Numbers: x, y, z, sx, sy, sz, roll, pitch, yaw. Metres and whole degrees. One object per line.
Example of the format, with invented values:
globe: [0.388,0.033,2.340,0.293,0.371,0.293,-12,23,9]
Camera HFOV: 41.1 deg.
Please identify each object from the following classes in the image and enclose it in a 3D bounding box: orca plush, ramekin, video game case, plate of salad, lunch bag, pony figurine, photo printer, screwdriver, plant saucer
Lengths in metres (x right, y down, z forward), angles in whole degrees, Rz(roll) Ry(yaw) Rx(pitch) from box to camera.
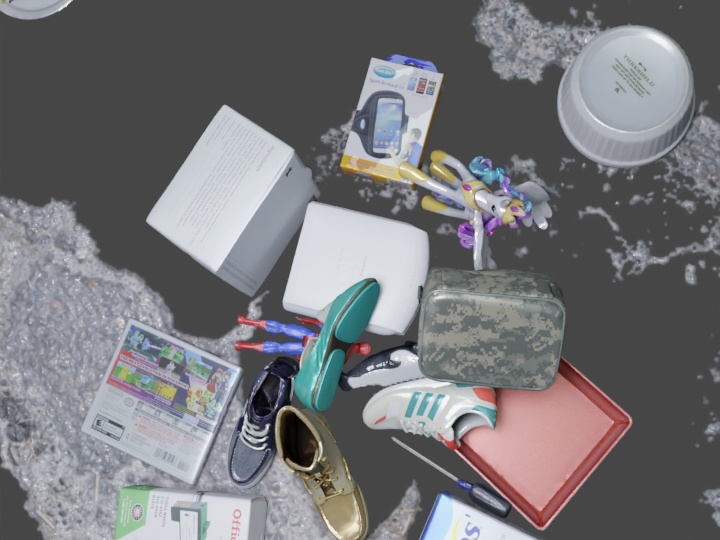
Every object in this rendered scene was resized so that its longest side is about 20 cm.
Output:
orca plush: [0.066,0.138,1.386,0.197,0.072,0.106,-17,121,15]
ramekin: [0.386,-0.257,1.385,0.198,0.094,0.207,-2,79,9]
video game case: [-0.296,0.194,1.438,0.197,0.023,0.185,22,83,13]
plate of salad: [-0.545,-0.518,1.603,0.196,0.048,0.204,-2,79,8]
lunch bag: [0.173,0.062,1.280,0.196,0.168,0.142,4,112,3]
pony figurine: [0.168,-0.085,1.353,0.198,0.193,0.168,30,81,32]
photo printer: [0.000,0.000,1.405,0.196,0.069,0.170,14,81,11]
screwdriver: [0.122,0.288,1.344,0.198,0.028,0.030,24,109,26]
plant saucer: [0.241,0.218,1.343,0.199,0.037,0.200,41,87,15]

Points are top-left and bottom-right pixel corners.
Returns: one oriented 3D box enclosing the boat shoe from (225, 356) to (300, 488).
boat shoe: [-0.148,0.220,1.358,0.073,0.093,0.203,21,95,9]

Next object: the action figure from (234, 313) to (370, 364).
action figure: [-0.082,0.103,1.409,0.196,0.052,0.067,8,85,5]

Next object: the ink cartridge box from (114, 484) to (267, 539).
ink cartridge box: [-0.241,0.387,1.358,0.196,0.084,0.149,2,80,10]

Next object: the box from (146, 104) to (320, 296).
box: [-0.175,-0.094,1.384,0.130,0.199,0.202,32,85,14]

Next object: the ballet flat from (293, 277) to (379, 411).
ballet flat: [-0.042,0.093,1.337,0.070,0.067,0.203,23,88,35]

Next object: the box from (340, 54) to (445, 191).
box: [0.053,-0.234,1.460,0.117,0.041,0.204,14,83,11]

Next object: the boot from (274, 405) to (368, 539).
boot: [-0.053,0.281,1.313,0.072,0.156,0.203,-22,76,3]

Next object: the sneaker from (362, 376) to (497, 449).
sneaker: [0.095,0.201,1.316,0.196,0.071,0.095,-17,56,14]

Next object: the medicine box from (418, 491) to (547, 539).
medicine box: [0.162,0.422,1.280,0.197,0.103,0.185,23,83,12]
